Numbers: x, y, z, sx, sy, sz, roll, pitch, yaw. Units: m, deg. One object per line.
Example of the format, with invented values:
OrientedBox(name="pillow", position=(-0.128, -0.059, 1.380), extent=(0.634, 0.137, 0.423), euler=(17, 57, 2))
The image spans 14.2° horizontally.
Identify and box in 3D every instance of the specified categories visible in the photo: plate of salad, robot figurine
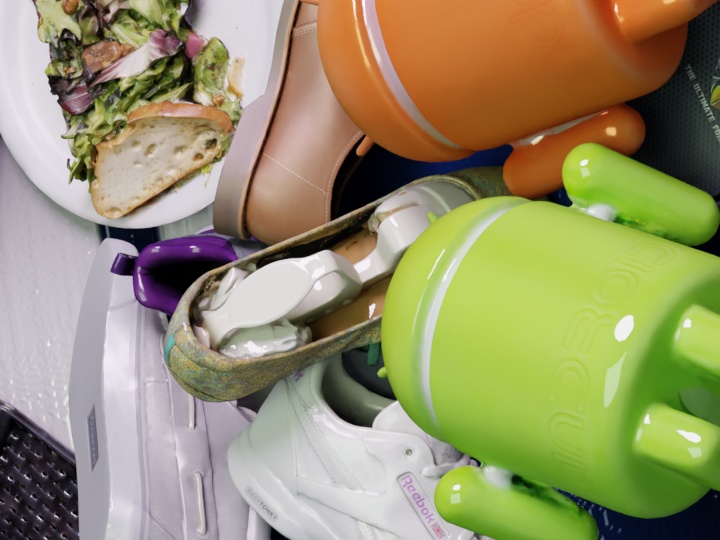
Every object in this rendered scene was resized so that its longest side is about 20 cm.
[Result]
OrientedBox(name="plate of salad", position=(-0.123, -0.122, 1.488), extent=(0.200, 0.048, 0.201), euler=(1, 92, 32))
OrientedBox(name="robot figurine", position=(0.063, -0.117, 1.275), extent=(0.200, 0.144, 0.117), euler=(-19, 48, 33))
OrientedBox(name="robot figurine", position=(0.093, 0.035, 1.244), extent=(0.200, 0.116, 0.176), euler=(19, 88, 38))

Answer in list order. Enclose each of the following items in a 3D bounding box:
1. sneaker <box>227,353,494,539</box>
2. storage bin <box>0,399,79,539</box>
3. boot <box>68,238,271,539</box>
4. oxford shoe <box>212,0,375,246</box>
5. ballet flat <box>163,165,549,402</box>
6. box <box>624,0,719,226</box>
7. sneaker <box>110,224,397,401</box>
OrientedBox(name="sneaker", position=(0.030, 0.117, 1.366), extent=(0.200, 0.075, 0.100), euler=(37, 115, 11))
OrientedBox(name="storage bin", position=(-0.182, 0.153, 1.478), extent=(0.200, 0.135, 0.094), euler=(35, 108, 26))
OrientedBox(name="boot", position=(-0.092, 0.075, 1.463), extent=(0.074, 0.095, 0.201), euler=(123, 150, -47))
OrientedBox(name="oxford shoe", position=(-0.008, -0.104, 1.406), extent=(0.071, 0.071, 0.201), euler=(16, 89, 12))
OrientedBox(name="ballet flat", position=(0.000, 0.000, 1.348), extent=(0.200, 0.071, 0.071), euler=(-25, 76, -7))
OrientedBox(name="box", position=(0.148, -0.125, 1.319), extent=(0.157, 0.051, 0.201), euler=(-29, 76, 28))
OrientedBox(name="sneaker", position=(-0.025, 0.025, 1.407), extent=(0.199, 0.087, 0.075), euler=(12, 97, 31))
